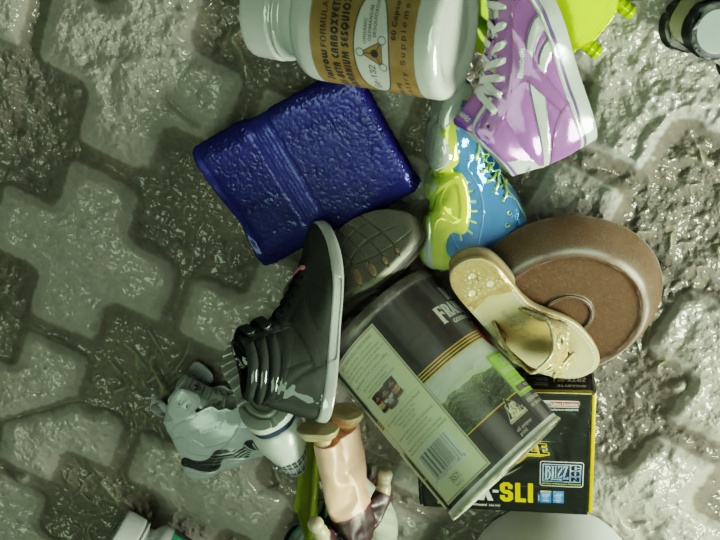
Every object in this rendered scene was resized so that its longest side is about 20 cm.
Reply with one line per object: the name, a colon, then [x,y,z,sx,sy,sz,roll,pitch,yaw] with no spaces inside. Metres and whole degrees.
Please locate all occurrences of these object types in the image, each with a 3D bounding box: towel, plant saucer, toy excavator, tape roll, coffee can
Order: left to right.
towel: [-0.054,-0.106,0.997,0.197,0.050,0.149,-24,112,22]
towel: [-0.055,0.187,1.045,0.018,0.086,0.204,1,108,-11]
coffee can: [0.080,0.122,0.982,0.201,0.146,0.147,48,118,15]
tape roll: [0.224,0.379,1.160,0.198,0.071,0.206,4,117,8]
plant saucer: [0.207,0.036,0.991,0.196,0.035,0.203,1,130,1]
toy excavator: [0.325,-0.274,0.824,0.192,0.100,0.202,28,104,-6]

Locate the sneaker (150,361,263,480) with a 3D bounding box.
sneaker: [-0.147,0.157,1.122,0.198,0.075,0.116,-27,108,21]

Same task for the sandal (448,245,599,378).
sandal: [0.159,0.068,0.952,0.077,0.070,0.211,-34,120,27]

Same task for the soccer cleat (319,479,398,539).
soccer cleat: [-0.014,0.258,1.144,0.068,0.078,0.203,-17,111,18]

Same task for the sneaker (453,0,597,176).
sneaker: [0.122,-0.177,0.848,0.113,0.073,0.203,-24,107,1]

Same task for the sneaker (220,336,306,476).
sneaker: [-0.095,0.129,1.035,0.075,0.201,0.081,-24,122,5]

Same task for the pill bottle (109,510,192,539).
pill bottle: [-0.232,0.394,1.232,0.198,0.114,0.114,33,117,-7]

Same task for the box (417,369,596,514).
box: [0.160,0.190,1.095,0.196,0.050,0.162,1,117,11]

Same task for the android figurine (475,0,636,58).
android figurine: [0.154,-0.272,0.877,0.199,0.041,0.183,35,116,-6]

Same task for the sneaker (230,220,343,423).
sneaker: [-0.072,0.040,0.943,0.097,0.204,0.071,8,159,-16]

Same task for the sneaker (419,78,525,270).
sneaker: [0.114,-0.093,0.962,0.103,0.076,0.203,3,124,-4]

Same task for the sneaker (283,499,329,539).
sneaker: [-0.006,0.329,1.127,0.138,0.079,0.200,26,152,-10]

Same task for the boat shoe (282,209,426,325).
boat shoe: [0.000,0.000,1.018,0.199,0.073,0.076,-33,63,38]

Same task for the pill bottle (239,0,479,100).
pill bottle: [-0.003,-0.223,0.875,0.197,0.114,0.116,14,119,22]

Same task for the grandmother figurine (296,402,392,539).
grandmother figurine: [-0.011,0.238,0.991,0.060,0.120,0.204,15,119,51]
